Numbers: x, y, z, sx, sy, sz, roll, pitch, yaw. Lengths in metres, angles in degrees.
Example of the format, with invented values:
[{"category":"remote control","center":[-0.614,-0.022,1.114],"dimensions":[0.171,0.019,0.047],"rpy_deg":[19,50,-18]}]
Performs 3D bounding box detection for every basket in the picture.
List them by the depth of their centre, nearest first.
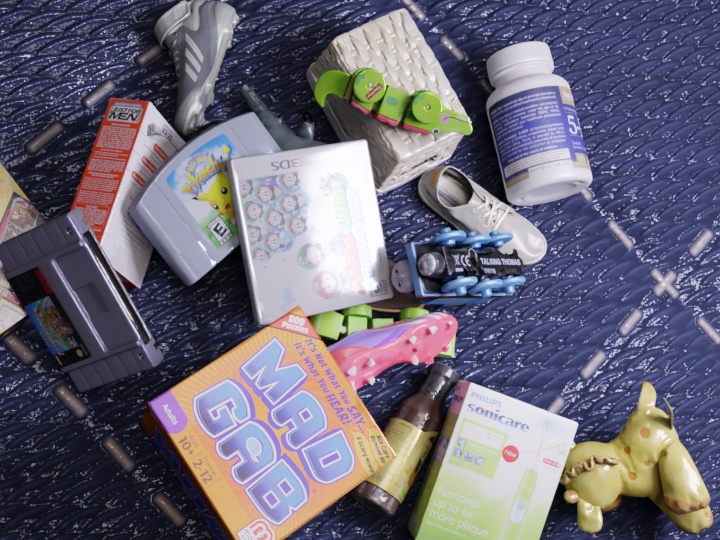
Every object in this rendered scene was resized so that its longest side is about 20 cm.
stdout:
[{"category":"basket","center":[0.037,-0.225,1.432],"dimensions":[0.135,0.123,0.201],"rpy_deg":[-28,84,-19]}]

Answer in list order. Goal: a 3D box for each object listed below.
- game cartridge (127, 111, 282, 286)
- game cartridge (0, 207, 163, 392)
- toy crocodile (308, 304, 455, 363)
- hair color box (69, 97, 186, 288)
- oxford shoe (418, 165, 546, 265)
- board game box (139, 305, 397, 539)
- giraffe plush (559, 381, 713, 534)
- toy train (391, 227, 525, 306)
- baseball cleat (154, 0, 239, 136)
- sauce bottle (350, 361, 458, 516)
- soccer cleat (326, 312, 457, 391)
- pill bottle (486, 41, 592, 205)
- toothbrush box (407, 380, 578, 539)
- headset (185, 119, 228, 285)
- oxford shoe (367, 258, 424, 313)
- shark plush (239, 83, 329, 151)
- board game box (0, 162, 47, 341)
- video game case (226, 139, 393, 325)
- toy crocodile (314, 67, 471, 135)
[{"category":"game cartridge","center":[-0.174,-0.095,1.305],"dimensions":[0.200,0.040,0.134],"rpy_deg":[-43,103,-21]},{"category":"game cartridge","center":[-0.326,0.040,1.250],"dimensions":[0.129,0.038,0.201],"rpy_deg":[-21,106,24]},{"category":"toy crocodile","center":[0.029,0.083,1.391],"dimensions":[0.198,0.062,0.068],"rpy_deg":[6,75,-17]},{"category":"hair color box","center":[-0.286,-0.093,1.317],"dimensions":[0.063,0.111,0.202],"rpy_deg":[9,71,21]},{"category":"oxford shoe","center":[0.168,-0.073,1.463],"dimensions":[0.199,0.058,0.075],"rpy_deg":[34,68,-6]},{"category":"board game box","center":[-0.114,0.194,1.247],"dimensions":[0.199,0.200,0.201],"rpy_deg":[-32,85,-19]},{"category":"giraffe plush","center":[0.333,0.257,1.378],"dimensions":[0.161,0.173,0.201],"rpy_deg":[-24,123,5]},{"category":"toy train","center":[0.123,0.002,1.369],"dimensions":[0.199,0.114,0.087],"rpy_deg":[-1,72,-48]},{"category":"baseball cleat","center":[-0.228,-0.268,1.413],"dimensions":[0.106,0.070,0.201],"rpy_deg":[18,63,-2]},{"category":"sauce bottle","center":[0.061,0.208,1.360],"dimensions":[0.064,0.065,0.201],"rpy_deg":[33,72,-4]},{"category":"soccer cleat","center":[0.033,0.088,1.327],"dimensions":[0.199,0.067,0.076],"rpy_deg":[-22,42,-33]},{"category":"pill bottle","center":[0.236,-0.201,1.479],"dimensions":[0.119,0.120,0.202],"rpy_deg":[-9,79,-16]},{"category":"toothbrush box","center":[0.160,0.254,1.336],"dimensions":[0.145,0.086,0.202],"rpy_deg":[21,84,-3]},{"category":"headset","center":[-0.172,-0.085,1.350],"dimensions":[0.123,0.094,0.202],"rpy_deg":[14,97,-26]},{"category":"oxford shoe","center":[0.000,0.000,1.392],"dimensions":[0.199,0.073,0.072],"rpy_deg":[21,72,-8]},{"category":"shark plush","center":[-0.077,-0.169,1.413],"dimensions":[0.091,0.083,0.200],"rpy_deg":[-5,50,-54]},{"category":"board game box","center":[-0.444,-0.032,1.307],"dimensions":[0.135,0.035,0.200],"rpy_deg":[-37,87,-19]},{"category":"video game case","center":[-0.059,-0.048,1.322],"dimensions":[0.181,0.024,0.202],"rpy_deg":[-11,93,-23]},{"category":"toy crocodile","center":[0.042,-0.202,1.326],"dimensions":[0.198,0.068,0.062],"rpy_deg":[19,100,-10]}]
